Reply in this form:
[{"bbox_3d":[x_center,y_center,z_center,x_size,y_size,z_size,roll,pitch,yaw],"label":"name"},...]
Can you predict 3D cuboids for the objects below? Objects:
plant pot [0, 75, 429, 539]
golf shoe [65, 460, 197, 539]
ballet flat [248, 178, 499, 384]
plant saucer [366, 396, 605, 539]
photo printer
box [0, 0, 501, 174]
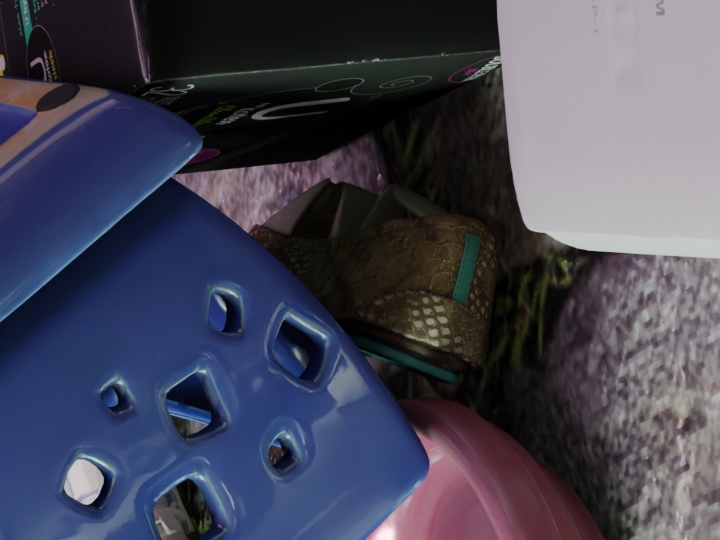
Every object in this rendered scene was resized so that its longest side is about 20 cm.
[{"bbox_3d":[-0.130,0.044,1.008,0.200,0.200,0.180,11,136,53],"label":"plant pot"},{"bbox_3d":[-0.099,0.108,1.363,0.097,0.078,0.201,13,113,47],"label":"golf shoe"},{"bbox_3d":[0.000,0.000,1.120,0.200,0.070,0.066,11,78,63],"label":"ballet flat"},{"bbox_3d":[0.043,0.143,1.048,0.200,0.051,0.202,174,90,-67],"label":"plant saucer"},{"bbox_3d":[0.107,-0.085,0.830,0.200,0.069,0.167,-173,79,-66],"label":"photo printer"},{"bbox_3d":[-0.054,-0.110,1.091,0.200,0.148,0.125,156,105,-65],"label":"box"}]
